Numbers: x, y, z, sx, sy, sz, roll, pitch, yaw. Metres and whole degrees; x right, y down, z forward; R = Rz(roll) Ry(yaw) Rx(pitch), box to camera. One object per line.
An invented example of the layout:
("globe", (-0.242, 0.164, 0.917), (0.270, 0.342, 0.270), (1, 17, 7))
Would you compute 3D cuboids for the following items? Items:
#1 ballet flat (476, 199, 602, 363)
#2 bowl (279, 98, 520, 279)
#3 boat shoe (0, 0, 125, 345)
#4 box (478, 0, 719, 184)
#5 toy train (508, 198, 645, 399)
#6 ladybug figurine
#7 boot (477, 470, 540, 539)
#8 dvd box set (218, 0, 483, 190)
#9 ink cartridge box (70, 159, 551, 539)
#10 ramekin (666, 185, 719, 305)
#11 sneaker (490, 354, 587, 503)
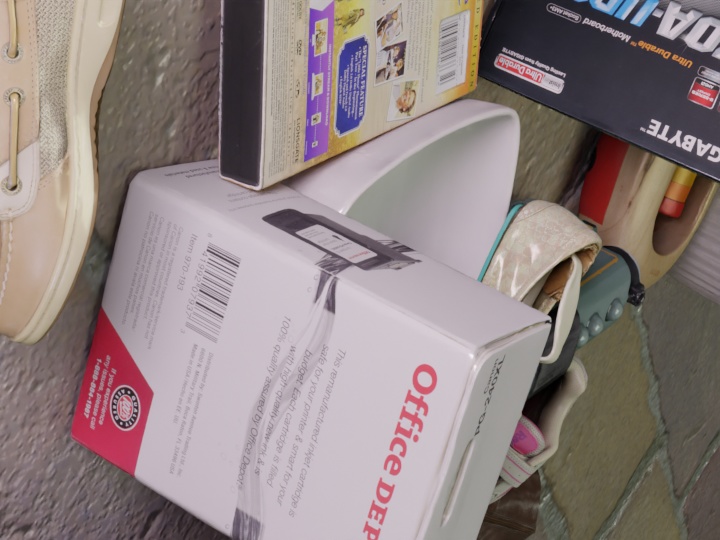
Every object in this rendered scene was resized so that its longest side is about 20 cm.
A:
("ballet flat", (0.077, 0.054, 1.031), (0.201, 0.062, 0.067), (-63, 155, 1))
("bowl", (0.000, 0.000, 0.990), (0.199, 0.074, 0.201), (-31, 140, -50))
("boat shoe", (-0.137, -0.060, 0.693), (0.065, 0.072, 0.201), (2, 124, -23))
("box", (0.183, -0.152, 1.049), (0.046, 0.199, 0.160), (7, 109, -66))
("toy train", (0.108, 0.018, 1.166), (0.200, 0.114, 0.086), (-27, 137, -52))
("ladybug figurine", (0.222, -0.083, 1.333), (0.136, 0.072, 0.201), (14, 102, -58))
("boot", (0.112, 0.149, 1.355), (0.187, 0.064, 0.200), (-52, 152, 6))
("dvd box set", (0.001, -0.138, 0.890), (0.200, 0.029, 0.147), (-30, 130, -49))
("ink cartridge box", (-0.027, 0.053, 0.840), (0.083, 0.199, 0.146), (-16, 128, -57))
("ramekin", (0.317, -0.068, 1.463), (0.201, 0.105, 0.200), (-58, 164, -26))
("sneaker", (0.079, 0.115, 1.193), (0.081, 0.088, 0.200), (38, 81, -19))
